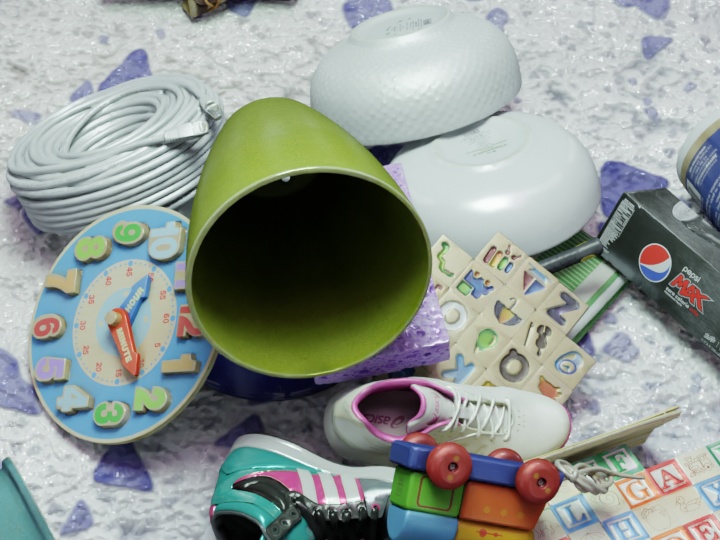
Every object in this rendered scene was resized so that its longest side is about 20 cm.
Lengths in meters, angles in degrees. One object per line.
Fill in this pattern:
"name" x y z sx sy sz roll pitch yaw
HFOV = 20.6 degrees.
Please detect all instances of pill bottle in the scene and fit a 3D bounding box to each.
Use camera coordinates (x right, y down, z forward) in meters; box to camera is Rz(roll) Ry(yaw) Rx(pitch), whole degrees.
"pill bottle" 0.374 -0.050 1.749 0.111 0.111 0.200 -18 52 -18

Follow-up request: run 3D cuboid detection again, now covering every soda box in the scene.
"soda box" 0.298 0.012 1.707 0.071 0.063 0.200 -7 43 -47

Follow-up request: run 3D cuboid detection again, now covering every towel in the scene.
"towel" 0.127 -0.005 1.757 0.200 0.023 0.153 29 52 23

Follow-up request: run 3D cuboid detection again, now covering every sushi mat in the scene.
"sushi mat" 0.154 0.152 1.572 0.200 0.096 0.012 -17 74 -17

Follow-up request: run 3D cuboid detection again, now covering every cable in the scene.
"cable" -0.211 -0.105 1.748 0.200 0.069 0.200 -23 26 0

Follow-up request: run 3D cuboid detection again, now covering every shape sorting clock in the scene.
"shape sorting clock" -0.193 0.042 1.615 0.200 0.039 0.200 -9 70 26

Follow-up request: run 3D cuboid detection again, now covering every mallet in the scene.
"mallet" 0.111 0.019 1.691 0.200 0.066 0.041 -19 72 -12

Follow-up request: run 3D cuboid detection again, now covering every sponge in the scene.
"sponge" 0.000 0.000 1.627 0.111 0.030 0.200 -11 51 -4

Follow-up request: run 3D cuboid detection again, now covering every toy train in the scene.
"toy train" 0.113 0.192 1.468 0.200 0.085 0.116 12 88 -17

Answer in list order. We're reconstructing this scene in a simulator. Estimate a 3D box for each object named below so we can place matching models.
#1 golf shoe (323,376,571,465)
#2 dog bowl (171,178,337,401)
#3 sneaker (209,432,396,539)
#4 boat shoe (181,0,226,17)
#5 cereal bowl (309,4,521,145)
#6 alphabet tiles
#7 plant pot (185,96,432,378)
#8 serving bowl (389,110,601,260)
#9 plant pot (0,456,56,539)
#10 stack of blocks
"golf shoe" 0.073 0.121 1.568 0.200 0.092 0.075 1 74 -7
"dog bowl" -0.077 0.012 1.691 0.200 0.079 0.200 2 48 -2
"sneaker" -0.031 0.200 1.520 0.200 0.084 0.121 13 43 19
"boat shoe" -0.159 -0.284 1.970 0.200 0.072 0.072 10 78 -8
"cereal bowl" 0.045 -0.189 1.819 0.200 0.083 0.200 -13 21 5
"alphabet tiles" 0.090 0.071 1.634 0.166 0.006 0.200 39 75 5
"plant pot" -0.056 -0.050 1.555 0.187 0.187 0.200 -7 35 -9
"serving bowl" 0.110 -0.087 1.751 0.200 0.066 0.200 -8 33 5
"plant pot" -0.292 0.262 1.393 0.196 0.200 0.200 -25 54 -14
"stack of blocks" 0.220 0.198 1.553 0.200 0.059 0.115 -18 52 -18
